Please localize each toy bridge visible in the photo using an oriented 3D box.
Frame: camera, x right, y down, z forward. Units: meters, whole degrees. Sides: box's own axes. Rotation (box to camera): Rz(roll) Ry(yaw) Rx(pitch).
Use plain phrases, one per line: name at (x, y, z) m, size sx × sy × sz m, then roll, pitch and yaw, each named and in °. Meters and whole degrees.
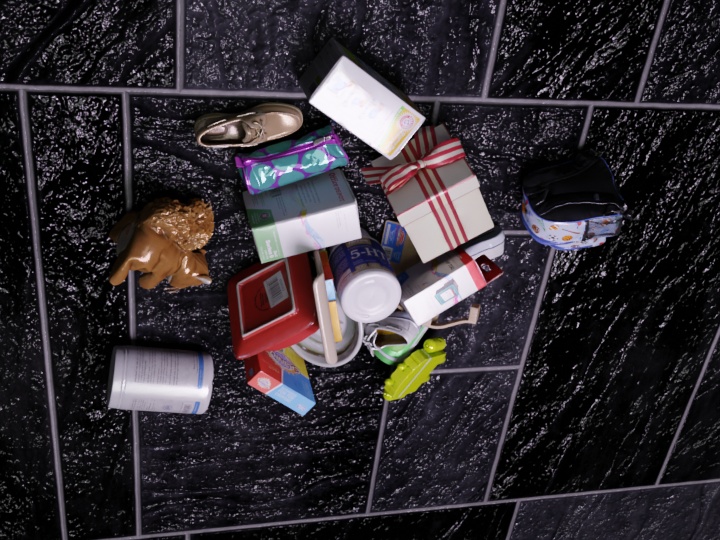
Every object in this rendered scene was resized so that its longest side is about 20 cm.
toy bridge at (0.143, 0.082, 1.773) m, size 0.199 × 0.027 × 0.067 m, roll 12°, pitch 109°, yaw 13°

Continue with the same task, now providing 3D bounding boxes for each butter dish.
butter dish at (-0.149, 0.079, 1.715) m, size 0.199 × 0.201 × 0.148 m, roll -27°, pitch 143°, yaw 20°

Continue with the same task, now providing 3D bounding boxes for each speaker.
speaker at (0.106, 0.109, 1.868) m, size 0.088 × 0.089 × 0.200 m, roll 22°, pitch 114°, yaw -26°

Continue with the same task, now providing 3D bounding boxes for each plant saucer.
plant saucer at (-0.076, 0.102, 1.801) m, size 0.199 × 0.050 × 0.201 m, roll 10°, pitch 114°, yaw 23°

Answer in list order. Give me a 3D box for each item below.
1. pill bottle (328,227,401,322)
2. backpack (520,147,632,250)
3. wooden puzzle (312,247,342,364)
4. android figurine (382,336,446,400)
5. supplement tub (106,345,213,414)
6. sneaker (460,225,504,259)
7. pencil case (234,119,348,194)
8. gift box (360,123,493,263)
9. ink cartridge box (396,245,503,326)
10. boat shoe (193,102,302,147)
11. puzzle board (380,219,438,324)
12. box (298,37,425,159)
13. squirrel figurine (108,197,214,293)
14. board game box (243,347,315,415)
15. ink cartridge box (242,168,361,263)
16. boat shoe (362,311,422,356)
pill bottle at (0.000, 0.000, 1.699) m, size 0.119 × 0.200 × 0.120 m, roll -7°, pitch 124°, yaw -11°
backpack at (0.421, -0.134, 1.750) m, size 0.190 × 0.200 × 0.154 m, roll -5°, pitch 137°, yaw -8°
wooden puzzle at (-0.062, 0.051, 1.627) m, size 0.037 × 0.200 × 0.186 m, roll -8°, pitch 116°, yaw 1°
android figurine at (0.119, 0.223, 1.914) m, size 0.182 × 0.041 × 0.200 m, roll -53°, pitch 157°, yaw 21°
supplement tub at (-0.413, 0.226, 1.776) m, size 0.199 × 0.132 × 0.132 m, roll 8°, pitch 120°, yaw -20°
sneaker at (0.216, -0.027, 1.819) m, size 0.199 × 0.073 × 0.071 m, roll -18°, pitch 123°, yaw -3°
pencil case at (-0.128, -0.207, 1.596) m, size 0.199 × 0.085 × 0.092 m, roll -19°, pitch 160°, yaw -3°
gift box at (0.124, -0.158, 1.648) m, size 0.184 × 0.200 × 0.187 m, roll -31°, pitch 141°, yaw 1°
ink cartridge box at (0.167, 0.014, 1.692) m, size 0.200 × 0.116 × 0.067 m, roll -31°, pitch 115°, yaw -1°
boat shoe at (-0.200, -0.254, 1.560) m, size 0.199 × 0.065 × 0.071 m, roll -11°, pitch 125°, yaw -8°
puzzle board at (0.106, 0.006, 1.786) m, size 0.150 × 0.017 × 0.201 m, roll 15°, pitch 108°, yaw 12°
box at (0.002, -0.308, 1.552) m, size 0.200 × 0.113 × 0.101 m, roll 31°, pitch 109°, yaw -29°
squirrel figurine at (-0.349, -0.043, 1.618) m, size 0.186 × 0.142 × 0.200 m, roll 29°, pitch 113°, yaw -36°
board game box at (-0.176, 0.190, 1.776) m, size 0.040 × 0.200 × 0.153 m, roll -44°, pitch 123°, yaw 15°
ink cartridge box at (-0.111, -0.106, 1.633) m, size 0.199 × 0.145 × 0.088 m, roll -16°, pitch 126°, yaw -5°
boat shoe at (0.034, 0.138, 1.807) m, size 0.201 × 0.086 × 0.075 m, roll -2°, pitch 132°, yaw 41°
